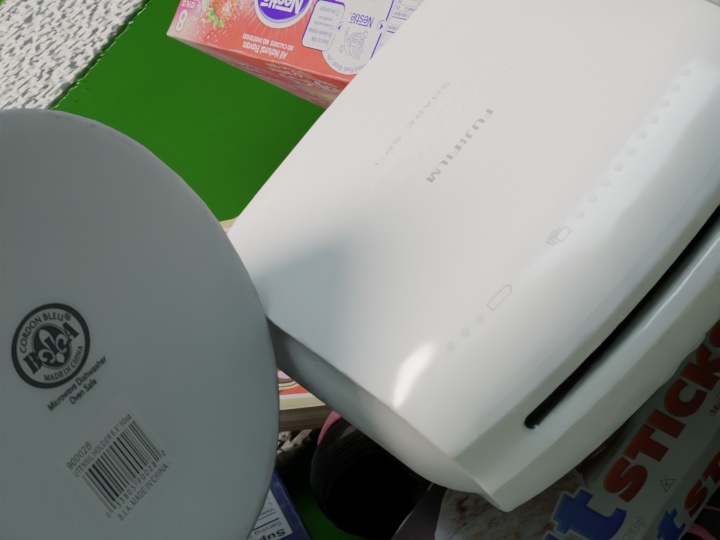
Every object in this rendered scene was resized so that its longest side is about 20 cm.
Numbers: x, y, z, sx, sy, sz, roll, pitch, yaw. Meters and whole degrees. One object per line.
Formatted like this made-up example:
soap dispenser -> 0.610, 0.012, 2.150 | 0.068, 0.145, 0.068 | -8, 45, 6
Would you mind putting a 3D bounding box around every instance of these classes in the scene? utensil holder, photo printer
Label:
utensil holder -> -0.148, 0.051, 0.885 | 0.200, 0.170, 0.170 | -22, 26, 45
photo printer -> 0.048, -0.017, 0.866 | 0.166, 0.069, 0.200 | -49, 25, -4

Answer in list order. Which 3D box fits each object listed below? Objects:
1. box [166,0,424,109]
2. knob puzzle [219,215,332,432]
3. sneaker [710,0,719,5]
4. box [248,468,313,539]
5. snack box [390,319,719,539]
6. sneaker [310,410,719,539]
box -> 0.022, -0.108, 1.110 | 0.200, 0.095, 0.103 | 19, 86, 57
knob puzzle -> 0.000, 0.000, 1.054 | 0.219, 0.031, 0.220 | -11, 28, 6
sneaker -> 0.133, -0.071, 0.963 | 0.078, 0.116, 0.200 | -10, 8, -13
box -> -0.064, 0.127, 0.946 | 0.121, 0.032, 0.200 | -26, 32, -4
snack box -> 0.052, 0.083, 0.856 | 0.072, 0.024, 0.200 | 27, 73, 35
sneaker -> 0.065, 0.081, 0.906 | 0.200, 0.079, 0.096 | -2, 50, 31
